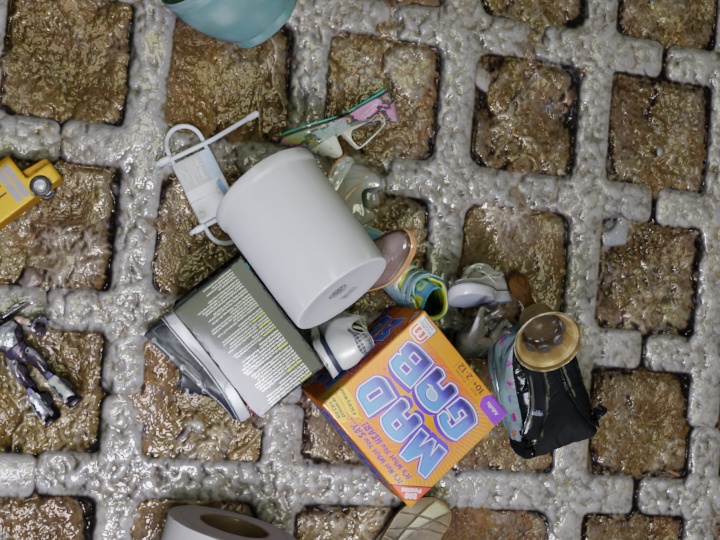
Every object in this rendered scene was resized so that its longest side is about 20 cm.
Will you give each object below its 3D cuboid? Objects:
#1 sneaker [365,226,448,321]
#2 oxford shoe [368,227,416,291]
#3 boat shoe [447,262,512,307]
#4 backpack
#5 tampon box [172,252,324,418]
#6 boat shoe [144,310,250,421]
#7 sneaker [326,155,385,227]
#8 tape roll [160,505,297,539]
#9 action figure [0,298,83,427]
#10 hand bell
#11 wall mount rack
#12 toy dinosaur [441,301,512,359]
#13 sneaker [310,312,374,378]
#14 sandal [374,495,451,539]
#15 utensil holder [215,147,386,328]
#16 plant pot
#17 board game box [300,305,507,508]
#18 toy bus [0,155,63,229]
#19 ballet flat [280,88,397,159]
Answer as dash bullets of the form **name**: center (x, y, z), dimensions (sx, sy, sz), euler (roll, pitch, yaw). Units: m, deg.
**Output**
- **sneaker**: center (0.065, 0.003, 1.483), dimensions (0.200, 0.131, 0.080), euler (43, 82, -8)
- **oxford shoe**: center (0.000, 0.000, 1.441), dimensions (0.200, 0.073, 0.072), euler (-37, 69, 30)
- **boat shoe**: center (0.181, 0.021, 1.495), dimensions (0.073, 0.200, 0.066), euler (-13, 80, 20)
- **backpack**: center (0.283, 0.183, 1.535), dimensions (0.166, 0.126, 0.202), euler (-16, 91, -26)
- **tampon box**: center (-0.168, 0.093, 1.417), dimensions (0.126, 0.150, 0.201), euler (-38, 97, -6)
- **boat shoe**: center (-0.248, 0.158, 1.442), dimensions (0.068, 0.072, 0.200), euler (-39, 95, -12)
- **sneaker**: center (-0.029, -0.075, 1.476), dimensions (0.091, 0.076, 0.201), euler (23, 85, 15)
- **tape roll**: center (-0.200, 0.438, 1.386), dimensions (0.201, 0.203, 0.140), euler (16, 86, -12)
- **action figure**: center (-0.490, 0.128, 1.390), dimensions (0.130, 0.069, 0.200), euler (-39, 94, -1)
- **hand bell**: center (0.263, 0.057, 1.487), dimensions (0.103, 0.200, 0.105), euler (-4, 120, -6)
- **wall mount rack**: center (-0.208, -0.145, 1.451), dimensions (0.173, 0.075, 0.201), euler (-28, 97, -13)
- **toy dinosaur**: center (0.179, 0.101, 1.470), dimensions (0.102, 0.200, 0.077), euler (-41, 89, -10)
- **sneaker**: center (-0.027, 0.096, 1.427), dimensions (0.080, 0.200, 0.077), euler (-33, 109, 1)
- **sandal**: center (0.063, 0.435, 1.525), dimensions (0.080, 0.054, 0.200), euler (38, 96, -4)
- **utensil holder**: center (-0.082, -0.043, 1.355), dimensions (0.169, 0.170, 0.201), euler (-34, 73, -11)
- **plant pot**: center (-0.178, -0.418, 1.414), dimensions (0.201, 0.200, 0.134), euler (-50, 127, -8)
- **board game box**: center (0.059, 0.196, 1.446), dimensions (0.200, 0.200, 0.200), euler (-41, 99, -10)
- **toy bus**: center (-0.530, -0.098, 1.383), dimensions (0.200, 0.065, 0.079), euler (-39, 96, -10)
- **ballet flat**: center (-0.026, -0.219, 1.499), dimensions (0.199, 0.069, 0.072), euler (-26, 97, -16)
